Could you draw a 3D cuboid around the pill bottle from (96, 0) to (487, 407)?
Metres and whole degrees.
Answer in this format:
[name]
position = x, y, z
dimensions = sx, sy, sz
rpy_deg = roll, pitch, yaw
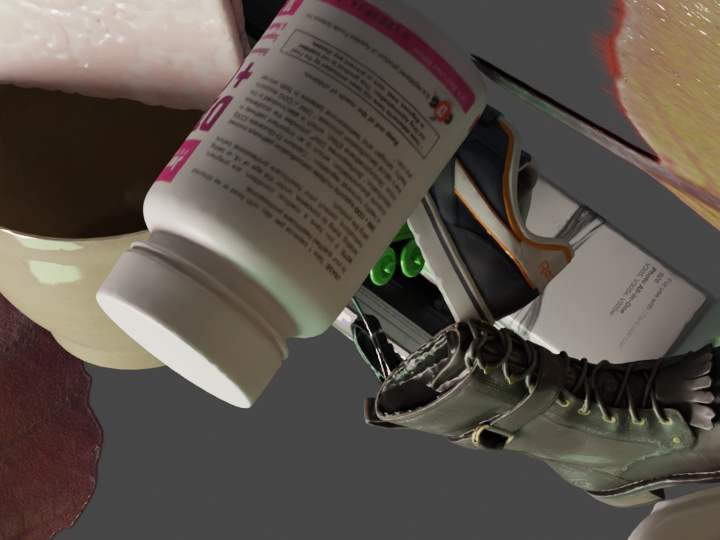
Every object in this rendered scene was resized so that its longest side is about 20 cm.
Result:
[pill bottle]
position = -0.036, -0.039, 1.437
dimensions = 0.113, 0.200, 0.113
rpy_deg = 34, 168, 8

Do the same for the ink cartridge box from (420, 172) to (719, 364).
[ink cartridge box]
position = 0.113, 0.006, 1.697
dimensions = 0.200, 0.084, 0.146
rpy_deg = 36, 177, 19

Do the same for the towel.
[towel]
position = -0.156, -0.160, 1.524
dimensions = 0.199, 0.032, 0.191
rpy_deg = 9, 146, 17

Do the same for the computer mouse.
[computer mouse]
position = 0.000, 0.000, 1.695
dimensions = 0.059, 0.034, 0.201
rpy_deg = 38, 154, 61

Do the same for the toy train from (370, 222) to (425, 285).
[toy train]
position = -0.027, -0.014, 1.565
dimensions = 0.042, 0.057, 0.200
rpy_deg = 13, -164, 34

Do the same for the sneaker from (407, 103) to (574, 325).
[sneaker]
position = 0.046, -0.065, 1.562
dimensions = 0.201, 0.079, 0.078
rpy_deg = 62, -178, 18

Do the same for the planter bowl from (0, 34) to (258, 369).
[planter bowl]
position = -0.129, -0.032, 1.619
dimensions = 0.200, 0.200, 0.135
rpy_deg = 34, 146, 37

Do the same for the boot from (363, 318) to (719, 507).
[boot]
position = 0.119, 0.064, 1.521
dimensions = 0.174, 0.070, 0.200
rpy_deg = 22, 142, -32

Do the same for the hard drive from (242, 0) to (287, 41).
[hard drive]
position = -0.042, -0.139, 1.718
dimensions = 0.140, 0.038, 0.200
rpy_deg = 35, 178, 34

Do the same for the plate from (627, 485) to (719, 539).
[plate]
position = 0.233, 0.123, 1.565
dimensions = 0.200, 0.199, 0.032
rpy_deg = 55, -159, -81

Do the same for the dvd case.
[dvd case]
position = 0.044, -0.005, 1.825
dimensions = 0.150, 0.025, 0.200
rpy_deg = 36, -143, 16
